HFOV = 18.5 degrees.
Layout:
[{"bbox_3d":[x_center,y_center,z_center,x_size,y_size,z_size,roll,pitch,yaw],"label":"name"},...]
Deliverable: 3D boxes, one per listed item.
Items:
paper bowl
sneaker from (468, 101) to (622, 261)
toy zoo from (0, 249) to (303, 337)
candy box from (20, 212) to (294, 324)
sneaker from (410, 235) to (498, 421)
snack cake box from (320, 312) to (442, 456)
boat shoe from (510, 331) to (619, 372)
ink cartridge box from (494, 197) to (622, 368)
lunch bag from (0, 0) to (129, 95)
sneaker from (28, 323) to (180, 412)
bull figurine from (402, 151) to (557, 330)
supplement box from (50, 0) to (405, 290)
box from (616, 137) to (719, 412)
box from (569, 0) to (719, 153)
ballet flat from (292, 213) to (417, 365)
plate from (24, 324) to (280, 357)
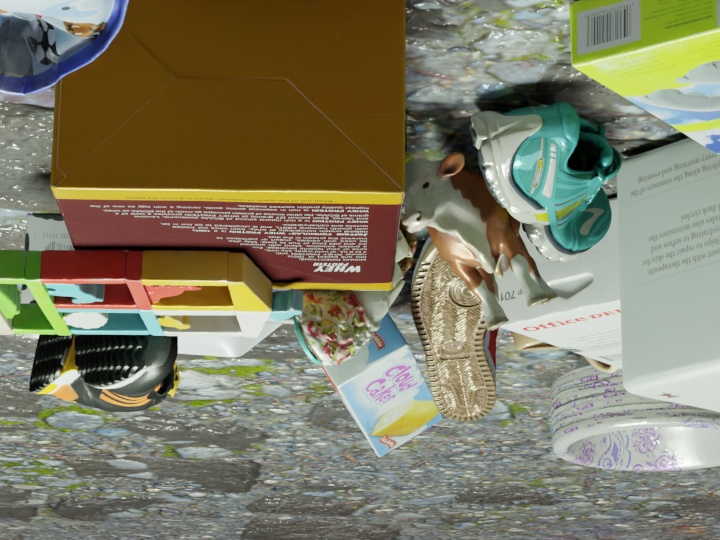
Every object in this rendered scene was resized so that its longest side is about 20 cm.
[{"bbox_3d":[0.273,0.114,2.010,0.200,0.105,0.201,1,164,0],"label":"paper bowl"},{"bbox_3d":[0.140,-0.061,1.487,0.080,0.078,0.200,-18,160,16],"label":"sneaker"},{"bbox_3d":[-0.135,0.015,1.364,0.200,0.020,0.131,0,164,2],"label":"toy zoo"},{"bbox_3d":[-0.116,0.000,1.599,0.200,0.072,0.168,1,177,30],"label":"candy box"},{"bbox_3d":[0.078,0.014,1.767,0.071,0.113,0.200,-1,133,4],"label":"sneaker"},{"bbox_3d":[-0.002,0.063,1.783,0.067,0.115,0.200,-31,158,-2],"label":"snack cake box"},{"bbox_3d":[0.208,0.053,1.864,0.200,0.069,0.074,8,162,-25],"label":"boat shoe"},{"bbox_3d":[0.217,0.014,1.705,0.146,0.086,0.200,-13,158,37],"label":"ink cartridge box"},{"bbox_3d":[-0.143,-0.181,0.907,0.124,0.170,0.200,5,164,-6],"label":"lunch bag"},{"bbox_3d":[-0.155,0.060,1.522,0.090,0.070,0.200,17,165,-27],"label":"sneaker"},{"bbox_3d":[0.080,-0.022,1.515,0.065,0.122,0.200,-28,176,12],"label":"bull figurine"},{"bbox_3d":[-0.074,-0.078,1.316,0.197,0.133,0.200,1,163,0],"label":"supplement box"},{"bbox_3d":[0.311,0.000,1.503,0.200,0.172,0.199,14,159,-38],"label":"box"},{"bbox_3d":[0.227,-0.122,1.316,0.122,0.048,0.200,-11,159,36],"label":"box"},{"bbox_3d":[0.000,0.000,1.467,0.064,0.076,0.200,-26,-164,16],"label":"ballet flat"},{"bbox_3d":[-0.166,0.029,1.858,0.200,0.032,0.200,6,161,-20],"label":"plate"}]
